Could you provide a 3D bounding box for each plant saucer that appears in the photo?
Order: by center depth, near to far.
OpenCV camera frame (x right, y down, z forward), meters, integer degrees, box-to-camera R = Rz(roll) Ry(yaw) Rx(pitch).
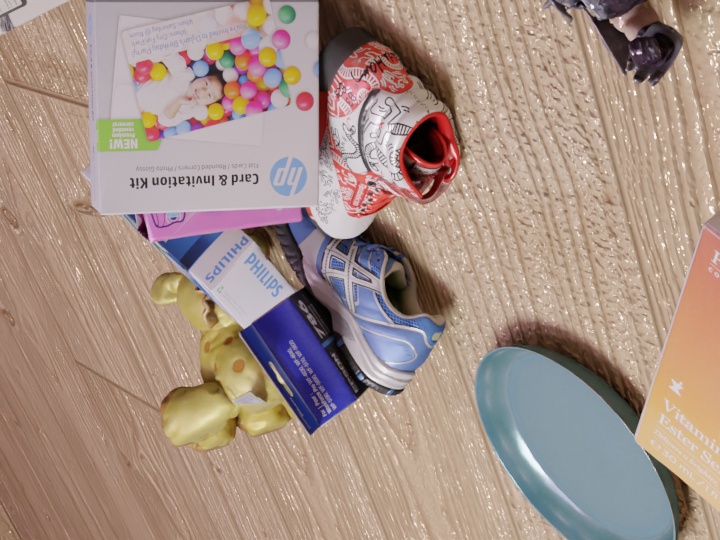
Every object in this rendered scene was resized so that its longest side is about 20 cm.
[{"bbox_3d":[0.163,0.135,1.111,0.200,0.027,0.201,42,152,28],"label":"plant saucer"}]

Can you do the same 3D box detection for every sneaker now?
[{"bbox_3d":[0.015,-0.068,1.078,0.108,0.067,0.203,43,150,28],"label":"sneaker"},{"bbox_3d":[0.000,0.000,1.204,0.077,0.075,0.201,-44,67,25],"label":"sneaker"}]

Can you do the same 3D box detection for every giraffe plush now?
[{"bbox_3d":[-0.121,0.062,1.403,0.200,0.171,0.164,104,149,-71],"label":"giraffe plush"}]

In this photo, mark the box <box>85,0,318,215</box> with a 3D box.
[{"bbox_3d":[-0.106,-0.142,1.011,0.041,0.154,0.203,-147,56,-68],"label":"box"}]

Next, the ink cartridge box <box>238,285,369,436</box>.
[{"bbox_3d":[-0.030,0.062,1.215,0.100,0.039,0.200,56,-164,-1],"label":"ink cartridge box"}]

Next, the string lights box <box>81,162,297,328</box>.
[{"bbox_3d":[-0.149,-0.033,1.317,0.200,0.059,0.103,39,172,35],"label":"string lights box"}]

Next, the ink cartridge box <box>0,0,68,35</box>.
[{"bbox_3d":[-0.382,-0.267,1.380,0.145,0.199,0.085,30,143,41],"label":"ink cartridge box"}]

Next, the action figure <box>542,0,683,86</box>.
[{"bbox_3d":[0.139,-0.163,0.745,0.131,0.069,0.200,53,158,-7],"label":"action figure"}]

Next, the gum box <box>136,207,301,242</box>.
[{"bbox_3d":[-0.113,-0.131,1.080,0.066,0.112,0.203,-156,59,-72],"label":"gum box"}]

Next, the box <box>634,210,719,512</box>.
[{"bbox_3d":[0.245,0.054,0.774,0.152,0.106,0.201,41,152,27],"label":"box"}]
